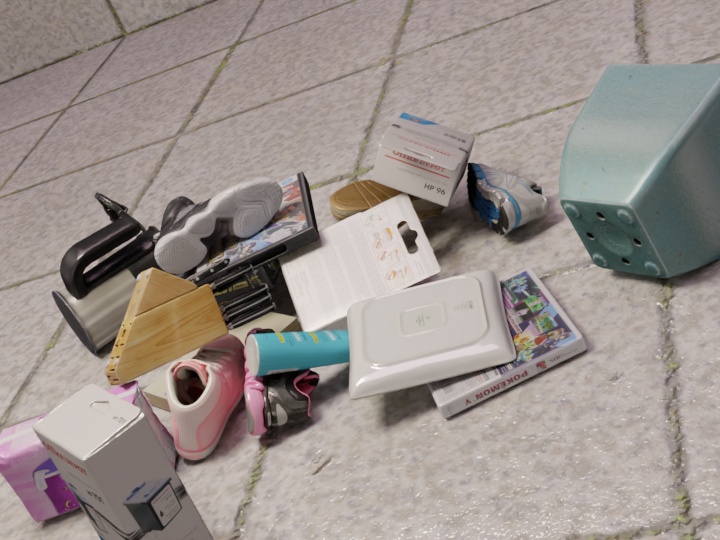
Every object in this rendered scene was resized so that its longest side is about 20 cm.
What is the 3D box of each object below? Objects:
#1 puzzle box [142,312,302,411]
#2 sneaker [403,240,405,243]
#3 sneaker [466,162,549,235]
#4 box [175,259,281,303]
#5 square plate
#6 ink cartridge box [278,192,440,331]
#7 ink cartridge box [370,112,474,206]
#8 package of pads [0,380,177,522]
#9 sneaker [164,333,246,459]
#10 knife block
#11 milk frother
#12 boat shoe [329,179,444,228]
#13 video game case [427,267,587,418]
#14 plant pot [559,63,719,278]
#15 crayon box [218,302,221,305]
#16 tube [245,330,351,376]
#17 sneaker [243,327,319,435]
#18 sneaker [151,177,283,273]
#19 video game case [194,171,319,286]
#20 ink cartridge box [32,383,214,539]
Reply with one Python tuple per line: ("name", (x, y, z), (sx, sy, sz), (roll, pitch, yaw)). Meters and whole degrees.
("puzzle box", (-0.188, 0.124, 1.771), (0.200, 0.026, 0.133), (-41, 30, -28))
("sneaker", (-0.017, -0.037, 1.862), (0.199, 0.070, 0.090), (-12, 32, 31))
("sneaker", (0.205, -0.103, 1.802), (0.086, 0.076, 0.200), (-11, 24, -10))
("box", (-0.178, -0.028, 1.897), (0.157, 0.051, 0.201), (-15, 28, 22))
("square plate", (0.077, 0.067, 1.546), (0.196, 0.029, 0.201), (-15, 30, 7))
("ink cartridge box", (0.000, 0.000, 1.737), (0.199, 0.050, 0.162), (-24, 49, 3))
("ink cartridge box", (0.085, -0.150, 1.791), (0.115, 0.068, 0.200), (19, 21, 6))
("package of pads", (-0.337, 0.225, 1.609), (0.199, 0.121, 0.076), (-21, 29, 9))
("sneaker", (-0.192, 0.130, 1.637), (0.075, 0.105, 0.201), (4, 42, 11))
("knife block", (-0.209, 0.074, 1.642), (0.064, 0.174, 0.202), (-16, 54, 66))
("milk frother", (-0.400, -0.006, 2.028), (0.188, 0.181, 0.200), (-35, 30, -20))
("boat shoe", (0.044, -0.089, 1.851), (0.199, 0.070, 0.074), (-11, 40, -27))
("video game case", (0.153, 0.081, 1.538), (0.181, 0.023, 0.200), (-26, 26, 1))
("plant pot", (0.348, -0.103, 1.529), (0.200, 0.196, 0.196), (-49, 33, -21))
("crayon box", (-0.202, 0.015, 1.960), (0.126, 0.051, 0.200), (-6, 31, 35))
("tube", (-0.041, 0.096, 1.605), (0.198, 0.051, 0.077), (-4, 23, -24))
("sneaker", (-0.099, 0.135, 1.633), (0.094, 0.080, 0.200), (-8, 30, -1))
("sneaker", (-0.207, -0.081, 1.818), (0.199, 0.076, 0.114), (-32, 30, -4))
("video game case", (-0.151, -0.057, 1.838), (0.180, 0.026, 0.200), (-25, 27, 5))
("ink cartridge box", (-0.253, 0.239, 1.413), (0.086, 0.201, 0.146), (-38, 28, -24))
